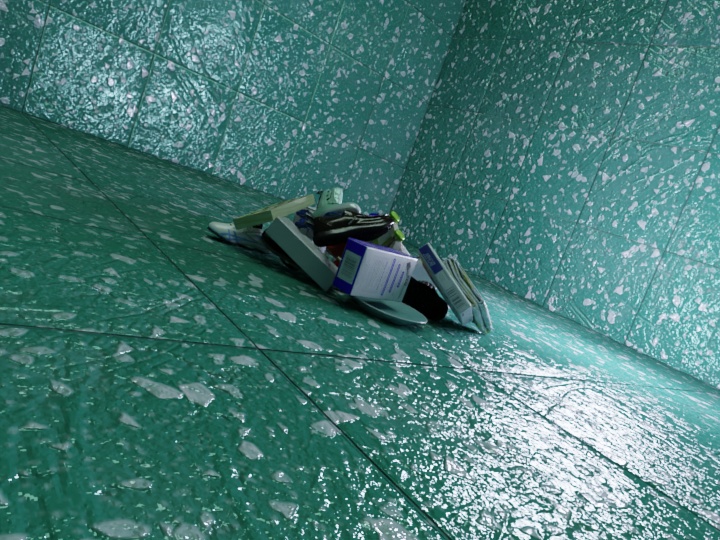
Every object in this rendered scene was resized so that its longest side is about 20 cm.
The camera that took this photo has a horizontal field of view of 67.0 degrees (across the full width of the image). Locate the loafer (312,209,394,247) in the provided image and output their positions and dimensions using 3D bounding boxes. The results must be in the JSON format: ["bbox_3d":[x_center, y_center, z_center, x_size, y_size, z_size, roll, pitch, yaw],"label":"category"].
[{"bbox_3d":[-0.016,-0.106,1.201,0.196,0.073,0.073,-10,-17,-25],"label":"loafer"}]

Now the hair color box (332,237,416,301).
[{"bbox_3d":[0.036,0.002,1.227,0.064,0.111,0.198,27,10,39],"label":"hair color box"}]

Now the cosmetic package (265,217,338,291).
[{"bbox_3d":[-0.131,-0.040,1.285,0.200,0.051,0.083,45,8,3],"label":"cosmetic package"}]

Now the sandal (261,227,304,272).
[{"bbox_3d":[-0.165,-0.030,1.355,0.200,0.057,0.080,37,43,-8],"label":"sandal"}]

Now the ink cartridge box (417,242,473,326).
[{"bbox_3d":[0.223,0.046,1.417,0.198,0.043,0.200,59,1,22],"label":"ink cartridge box"}]

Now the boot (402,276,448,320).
[{"bbox_3d":[0.133,0.051,1.465,0.209,0.080,0.158,35,10,-15],"label":"boot"}]

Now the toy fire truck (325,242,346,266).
[{"bbox_3d":[-0.041,-0.025,1.331,0.141,0.049,0.199,48,-14,-17],"label":"toy fire truck"}]

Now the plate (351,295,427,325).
[{"bbox_3d":[0.060,0.089,1.259,0.197,0.026,0.200,20,9,-3],"label":"plate"}]

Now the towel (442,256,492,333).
[{"bbox_3d":[0.289,0.070,1.478,0.173,0.048,0.200,62,4,32],"label":"towel"}]

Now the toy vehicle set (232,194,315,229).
[{"bbox_3d":[-0.215,-0.150,1.381,0.122,0.027,0.200,-10,14,29],"label":"toy vehicle set"}]

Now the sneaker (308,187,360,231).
[{"bbox_3d":[-0.062,-0.174,1.407,0.073,0.120,0.199,28,-24,-31],"label":"sneaker"}]

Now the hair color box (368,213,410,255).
[{"bbox_3d":[0.065,-0.058,1.612,0.201,0.109,0.065,51,-16,-22],"label":"hair color box"}]

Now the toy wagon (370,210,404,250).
[{"bbox_3d":[0.049,-0.054,1.405,0.039,0.155,0.202,29,34,-36],"label":"toy wagon"}]

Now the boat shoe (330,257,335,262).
[{"bbox_3d":[-0.002,0.005,1.520,0.085,0.076,0.201,29,1,33],"label":"boat shoe"}]

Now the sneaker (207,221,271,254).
[{"bbox_3d":[-0.297,-0.098,1.402,0.197,0.074,0.072,14,12,-34],"label":"sneaker"}]

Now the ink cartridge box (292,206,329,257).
[{"bbox_3d":[-0.138,-0.108,1.600,0.082,0.148,0.200,23,8,14],"label":"ink cartridge box"}]

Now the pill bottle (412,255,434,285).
[{"bbox_3d":[0.213,0.014,1.825,0.114,0.118,0.200,21,9,3],"label":"pill bottle"}]

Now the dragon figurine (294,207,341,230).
[{"bbox_3d":[-0.066,-0.103,1.336,0.196,0.060,0.100,9,-20,18],"label":"dragon figurine"}]

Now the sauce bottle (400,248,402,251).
[{"bbox_3d":[0.093,0.002,1.510,0.064,0.065,0.201,24,-23,22],"label":"sauce bottle"}]
